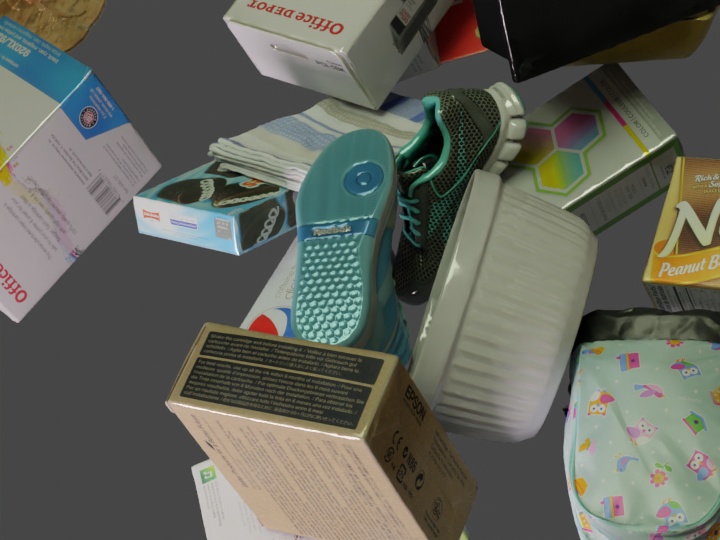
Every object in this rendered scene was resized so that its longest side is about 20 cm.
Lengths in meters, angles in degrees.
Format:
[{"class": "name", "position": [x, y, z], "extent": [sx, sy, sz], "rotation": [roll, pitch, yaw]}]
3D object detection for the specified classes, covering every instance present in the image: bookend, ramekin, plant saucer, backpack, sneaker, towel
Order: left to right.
[{"class": "towel", "position": [-0.010, -0.111, 1.771], "extent": [0.146, 0.024, 0.199], "rotation": [20, 32, 40]}, {"class": "sneaker", "position": [0.000, 0.000, 1.653], "extent": [0.079, 0.131, 0.201], "rotation": [1, 62, 21]}, {"class": "sneaker", "position": [0.055, -0.065, 1.697], "extent": [0.078, 0.091, 0.201], "rotation": [45, 121, 47]}, {"class": "ramekin", "position": [0.105, 0.034, 1.587], "extent": [0.104, 0.200, 0.201], "rotation": [17, 62, 0]}, {"class": "bookend", "position": [0.159, -0.248, 1.687], "extent": [0.198, 0.093, 0.200], "rotation": [-22, 27, -15]}, {"class": "plant saucer", "position": [0.218, -0.223, 1.768], "extent": [0.199, 0.049, 0.200], "rotation": [-1, 29, 23]}, {"class": "backpack", "position": [0.211, 0.128, 1.518], "extent": [0.166, 0.127, 0.201], "rotation": [-1, 60, 19]}]

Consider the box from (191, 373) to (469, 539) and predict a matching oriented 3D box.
[{"class": "box", "position": [-0.026, 0.181, 1.648], "extent": [0.199, 0.036, 0.145], "rotation": [-24, 51, 10]}]

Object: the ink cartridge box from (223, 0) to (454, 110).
[{"class": "ink cartridge box", "position": [0.000, -0.252, 1.842], "extent": [0.146, 0.083, 0.200], "rotation": [21, 67, 37]}]

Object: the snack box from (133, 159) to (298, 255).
[{"class": "snack box", "position": [-0.078, -0.070, 1.766], "extent": [0.116, 0.037, 0.200], "rotation": [12, 28, 38]}]

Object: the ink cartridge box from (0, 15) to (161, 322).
[{"class": "ink cartridge box", "position": [-0.315, -0.091, 1.892], "extent": [0.144, 0.147, 0.200], "rotation": [32, 74, 37]}]

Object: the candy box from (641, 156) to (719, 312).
[{"class": "candy box", "position": [0.326, -0.019, 1.611], "extent": [0.199, 0.055, 0.116], "rotation": [6, 61, 27]}]

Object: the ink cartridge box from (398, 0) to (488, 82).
[{"class": "ink cartridge box", "position": [0.052, -0.267, 1.914], "extent": [0.175, 0.045, 0.201], "rotation": [-18, 52, 14]}]

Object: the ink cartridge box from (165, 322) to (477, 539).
[{"class": "ink cartridge box", "position": [-0.024, 0.128, 1.532], "extent": [0.164, 0.200, 0.075], "rotation": [10, 62, 27]}]

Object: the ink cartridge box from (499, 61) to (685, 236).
[{"class": "ink cartridge box", "position": [0.156, -0.073, 1.722], "extent": [0.199, 0.059, 0.104], "rotation": [-33, 51, 0]}]

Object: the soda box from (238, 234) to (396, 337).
[{"class": "soda box", "position": [-0.045, 0.044, 1.707], "extent": [0.068, 0.064, 0.200], "rotation": [7, 50, 33]}]
